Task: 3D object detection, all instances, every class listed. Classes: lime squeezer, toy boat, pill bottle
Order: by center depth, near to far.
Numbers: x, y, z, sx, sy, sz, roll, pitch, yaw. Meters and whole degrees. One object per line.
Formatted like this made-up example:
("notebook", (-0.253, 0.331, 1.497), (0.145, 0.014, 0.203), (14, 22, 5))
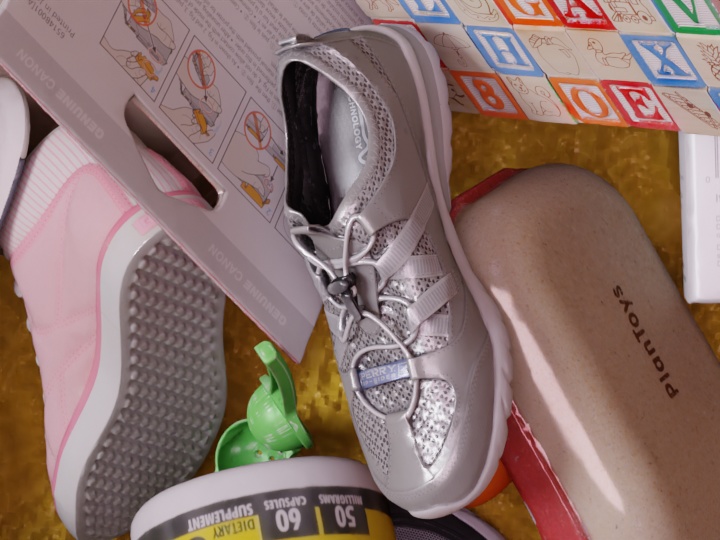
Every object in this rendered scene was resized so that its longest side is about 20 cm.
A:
("pill bottle", (-0.025, 0.186, 1.152), (0.111, 0.111, 0.201), (-14, 71, 6))
("lime squeezer", (-0.052, 0.071, 1.199), (0.070, 0.200, 0.038), (-4, 60, -29))
("toy boat", (0.076, 0.064, 1.205), (0.130, 0.130, 0.201), (-29, 91, 36))

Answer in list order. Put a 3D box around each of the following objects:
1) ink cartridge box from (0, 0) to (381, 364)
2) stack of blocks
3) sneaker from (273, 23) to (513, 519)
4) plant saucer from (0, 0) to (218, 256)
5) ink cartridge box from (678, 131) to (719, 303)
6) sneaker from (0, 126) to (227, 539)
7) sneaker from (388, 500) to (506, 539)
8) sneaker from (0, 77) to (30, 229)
("ink cartridge box", (-0.065, -0.089, 1.137), (0.200, 0.045, 0.177), (47, 53, -32))
("stack of blocks", (0.084, -0.116, 1.114), (0.059, 0.199, 0.115), (-55, 128, -22))
("sneaker", (0.000, 0.000, 1.108), (0.074, 0.082, 0.201), (-22, 75, 35))
("plant saucer", (-0.129, -0.101, 1.243), (0.198, 0.029, 0.202), (0, 93, 4))
("ink cartridge box", (0.205, -0.090, 1.186), (0.145, 0.084, 0.202), (-1, 93, 5))
("sneaker", (-0.111, 0.020, 1.214), (0.075, 0.201, 0.105), (-20, 51, -31))
("sneaker", (0.057, 0.176, 1.203), (0.075, 0.114, 0.200), (-39, 90, 6))
("sneaker", (-0.231, 0.007, 1.162), (0.145, 0.077, 0.204), (7, 105, -34))
